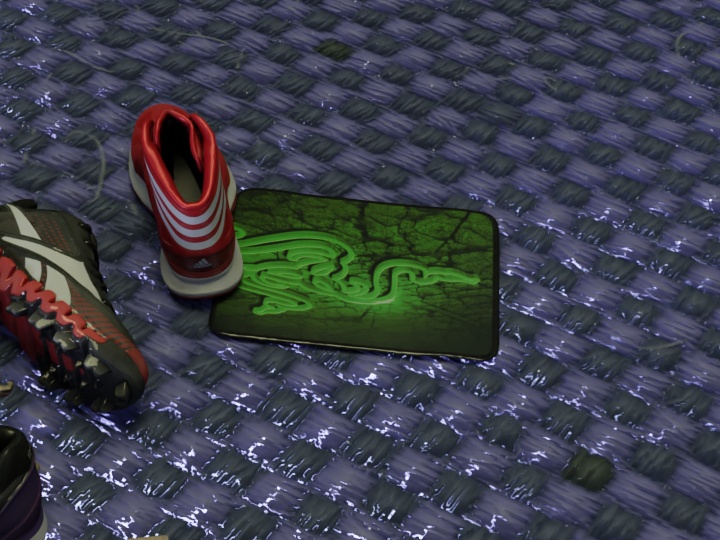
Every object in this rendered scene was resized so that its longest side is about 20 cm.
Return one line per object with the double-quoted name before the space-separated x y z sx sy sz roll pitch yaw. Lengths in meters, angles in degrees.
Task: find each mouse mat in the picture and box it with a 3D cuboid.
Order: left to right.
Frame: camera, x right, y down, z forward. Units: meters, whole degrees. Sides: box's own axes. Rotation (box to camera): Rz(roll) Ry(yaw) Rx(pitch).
"mouse mat" 0.000 0.000 1.104 0.198 0.008 0.162 5 41 1

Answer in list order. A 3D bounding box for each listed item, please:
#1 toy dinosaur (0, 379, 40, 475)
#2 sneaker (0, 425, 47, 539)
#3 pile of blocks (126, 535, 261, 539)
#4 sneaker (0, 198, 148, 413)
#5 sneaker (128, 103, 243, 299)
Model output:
"toy dinosaur" -0.284 0.078 0.943 0.198 0.059 0.102 8 42 3
"sneaker" -0.262 0.146 0.843 0.076 0.088 0.199 35 49 30
"pile of blocks" -0.091 0.187 0.820 0.198 0.083 0.062 -6 41 -14
"sneaker" -0.193 0.014 1.016 0.098 0.071 0.200 -32 52 -33
"sneaker" -0.122 -0.085 1.100 0.078 0.116 0.201 -12 43 -15
